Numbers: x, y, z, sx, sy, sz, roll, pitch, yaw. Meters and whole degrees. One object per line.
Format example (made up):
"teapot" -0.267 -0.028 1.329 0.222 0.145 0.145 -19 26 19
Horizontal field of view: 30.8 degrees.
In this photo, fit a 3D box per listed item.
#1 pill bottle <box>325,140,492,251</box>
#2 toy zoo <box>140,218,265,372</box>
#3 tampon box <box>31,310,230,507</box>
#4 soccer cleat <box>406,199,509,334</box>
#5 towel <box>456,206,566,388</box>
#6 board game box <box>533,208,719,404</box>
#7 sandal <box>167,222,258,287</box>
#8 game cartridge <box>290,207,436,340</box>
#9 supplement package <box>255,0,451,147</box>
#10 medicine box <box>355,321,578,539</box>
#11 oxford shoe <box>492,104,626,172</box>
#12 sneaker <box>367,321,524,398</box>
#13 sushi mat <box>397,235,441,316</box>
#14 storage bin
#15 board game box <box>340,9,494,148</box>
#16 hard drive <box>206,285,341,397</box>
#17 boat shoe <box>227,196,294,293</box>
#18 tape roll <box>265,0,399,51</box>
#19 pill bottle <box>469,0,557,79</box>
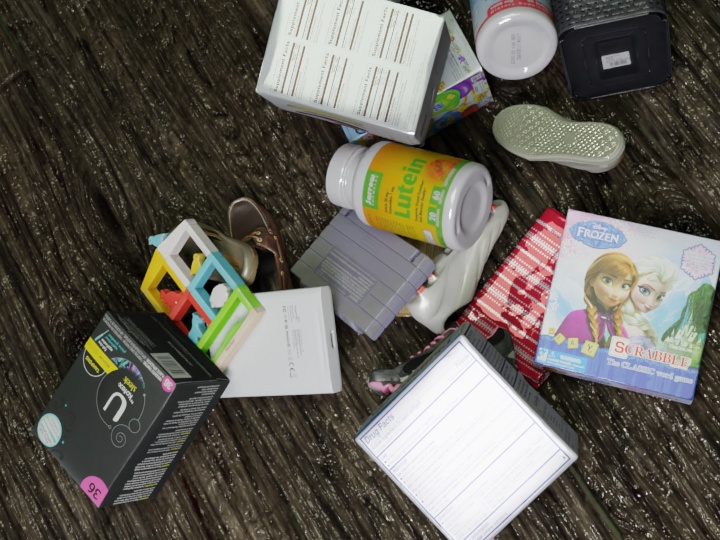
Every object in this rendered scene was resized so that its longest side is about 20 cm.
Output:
"pill bottle" 0.058 -0.101 1.656 0.198 0.111 0.112 17 77 30
"toy zoo" -0.219 0.027 1.722 0.200 0.020 0.132 49 121 21
"tampon box" -0.296 0.176 1.684 0.150 0.126 0.201 41 106 24
"soccer cleat" 0.133 -0.007 1.691 0.200 0.078 0.069 -50 26 -20
"towel" 0.235 0.031 1.667 0.144 0.022 0.201 38 86 24
"board game box" 0.330 0.043 1.605 0.197 0.041 0.202 12 80 11
"sandal" -0.215 -0.020 1.756 0.199 0.054 0.082 15 98 46
"game cartridge" 0.000 0.000 1.697 0.130 0.038 0.200 -53 40 0
"supplement package" -0.003 -0.252 1.606 0.197 0.191 0.149 16 93 6
"medicine box" 0.128 0.198 1.545 0.182 0.103 0.200 -45 87 12
"oxford shoe" 0.261 -0.170 1.710 0.198 0.058 0.076 16 83 35
"sneaker" 0.105 0.115 1.643 0.197 0.079 0.097 -7 74 10
"sushi mat" 0.066 -0.035 1.741 0.094 0.012 0.203 3 73 19
"storage bin" 0.319 -0.308 1.656 0.133 0.200 0.095 -10 69 12
"board game box" 0.064 -0.240 1.760 0.198 0.103 0.106 -28 68 5
"hard drive" -0.115 0.094 1.683 0.198 0.027 0.134 -6 91 36
"boat shoe" -0.135 -0.018 1.763 0.070 0.070 0.202 -27 66 7
"tape roll" -0.036 -0.327 1.797 0.201 0.037 0.204 -22 32 15
"pill bottle" 0.198 -0.357 1.734 0.107 0.109 0.202 -13 47 11
